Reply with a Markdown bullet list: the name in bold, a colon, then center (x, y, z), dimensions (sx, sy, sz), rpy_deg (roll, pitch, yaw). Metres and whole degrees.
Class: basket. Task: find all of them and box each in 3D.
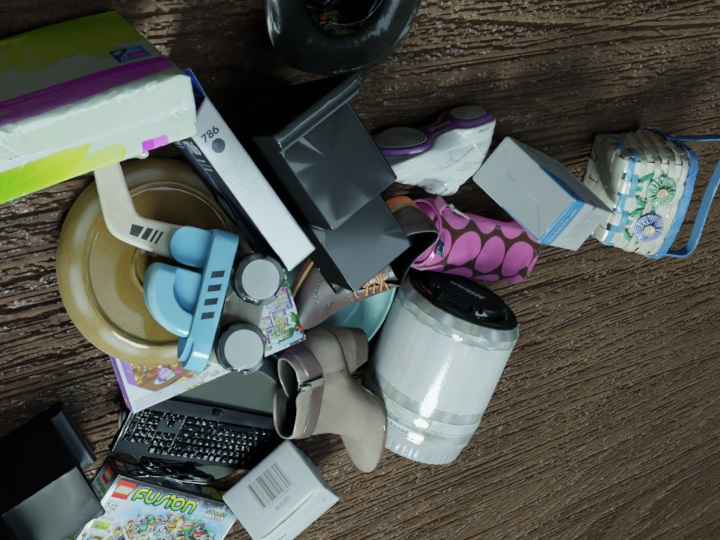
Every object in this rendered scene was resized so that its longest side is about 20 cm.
- **basket**: center (0.396, -0.100, 1.369), dimensions (0.196, 0.139, 0.180), rpy_deg (-2, 118, -26)

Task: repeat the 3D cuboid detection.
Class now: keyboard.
- **keyboard**: center (-0.174, 0.198, 1.111), dimensions (0.197, 0.040, 0.105), rpy_deg (16, 116, -37)

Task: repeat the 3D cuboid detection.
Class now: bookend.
- **bookend**: center (-0.016, -0.072, 0.961), dimensions (0.092, 0.200, 0.200), rpy_deg (-38, 106, -11)
- **bookend**: center (-0.329, 0.265, 0.988), dimensions (0.198, 0.198, 0.093), rpy_deg (-33, 131, -17)

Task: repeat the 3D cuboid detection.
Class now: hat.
- **hat**: center (-0.023, -0.290, 0.960), dimensions (0.197, 0.081, 0.203), rpy_deg (-20, 135, -21)

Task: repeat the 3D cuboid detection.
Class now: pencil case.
- **pencil case**: center (0.137, -0.037, 1.241), dimensions (0.198, 0.091, 0.095), rpy_deg (6, 123, -44)

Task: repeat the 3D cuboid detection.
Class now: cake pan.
- **cake pan**: center (-0.170, 0.164, 1.139), dimensions (0.197, 0.037, 0.203), rpy_deg (-15, 132, -18)

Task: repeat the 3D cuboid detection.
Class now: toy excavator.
- **toy excavator**: center (-0.172, -0.014, 0.936), dimensions (0.196, 0.100, 0.199), rpy_deg (14, 88, -18)

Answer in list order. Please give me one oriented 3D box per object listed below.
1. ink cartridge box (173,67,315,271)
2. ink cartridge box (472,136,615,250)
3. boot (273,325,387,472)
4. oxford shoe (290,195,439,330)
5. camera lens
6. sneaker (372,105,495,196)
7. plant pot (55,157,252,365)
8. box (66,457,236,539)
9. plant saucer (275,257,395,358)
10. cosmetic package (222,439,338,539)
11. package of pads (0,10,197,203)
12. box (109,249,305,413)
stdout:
- **ink cartridge box**: center (-0.124, -0.092, 0.942), dimensions (0.039, 0.099, 0.202), rpy_deg (-39, 110, -13)
- **ink cartridge box**: center (0.228, -0.088, 1.233), dimensions (0.068, 0.115, 0.199), rpy_deg (-50, 157, 17)
- **boot**: center (-0.040, 0.159, 1.163), dimensions (0.145, 0.069, 0.204), rpy_deg (-22, 108, -50)
- **oxford shoe**: center (0.000, 0.000, 1.117), dimensions (0.199, 0.072, 0.071), rpy_deg (-42, 135, -7)
- **camera lens**: center (0.094, 0.112, 1.253), dimensions (0.158, 0.160, 0.203), rpy_deg (6, 113, -40)
- **sneaker**: center (0.075, -0.117, 1.149), dimensions (0.197, 0.075, 0.101), rpy_deg (-20, 128, -28)
- **plant pot**: center (-0.193, -0.006, 0.986), dimensions (0.196, 0.027, 0.205), rpy_deg (-3, 98, -26)
- **box**: center (-0.242, 0.294, 1.194), dimensions (0.199, 0.035, 0.111), rpy_deg (28, 98, -45)
- **plant saucer**: center (-0.047, 0.027, 1.175), dimensions (0.197, 0.036, 0.203), rpy_deg (-20, 127, -28)
- **cosmetic package**: center (-0.090, 0.270, 1.210), dimensions (0.101, 0.074, 0.200), rpy_deg (-39, 163, -6)
- **package of pads**: center (-0.253, -0.137, 0.821), dimensions (0.197, 0.154, 0.069), rpy_deg (-23, 133, -26)
- **box**: center (-0.166, 0.041, 1.042), dimensions (0.197, 0.039, 0.139), rpy_deg (-21, 104, -22)
